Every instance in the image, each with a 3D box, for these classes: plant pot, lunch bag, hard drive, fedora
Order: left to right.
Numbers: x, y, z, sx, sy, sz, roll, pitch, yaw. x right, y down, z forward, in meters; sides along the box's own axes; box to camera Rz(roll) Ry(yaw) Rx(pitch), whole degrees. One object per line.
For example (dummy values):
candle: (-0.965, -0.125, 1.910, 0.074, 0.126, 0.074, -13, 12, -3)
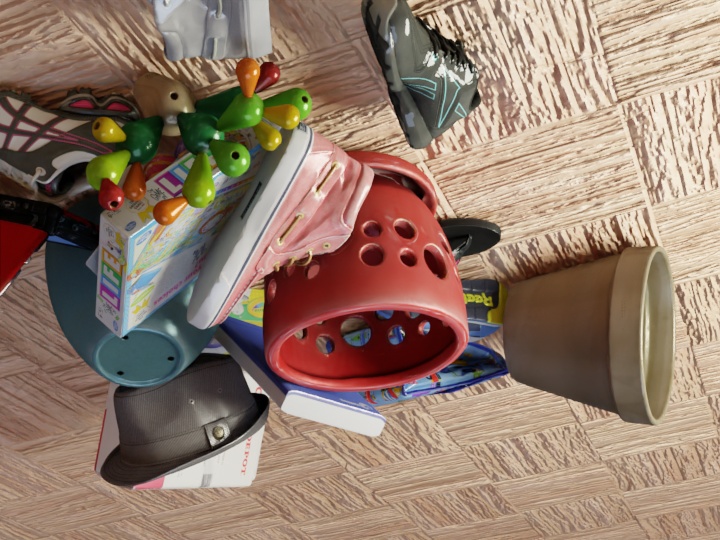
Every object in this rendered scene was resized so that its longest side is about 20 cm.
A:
plant pot: (-0.223, 0.036, 1.151, 0.196, 0.136, 0.202, -5, 137, -5)
fedora: (-0.196, 0.145, 1.222, 0.197, 0.092, 0.176, -19, -168, -21)
hard drive: (-0.073, 0.110, 1.228, 0.131, 0.200, 0.026, 21, 99, -36)
plant pot: (0.000, 0.000, 1.116, 0.196, 0.185, 0.201, -4, 150, -2)
lunch bag: (0.079, 0.123, 1.448, 0.197, 0.096, 0.150, 4, 165, -38)
plant pot: (0.261, 0.073, 1.310, 0.171, 0.203, 0.200, 0, 155, 25)

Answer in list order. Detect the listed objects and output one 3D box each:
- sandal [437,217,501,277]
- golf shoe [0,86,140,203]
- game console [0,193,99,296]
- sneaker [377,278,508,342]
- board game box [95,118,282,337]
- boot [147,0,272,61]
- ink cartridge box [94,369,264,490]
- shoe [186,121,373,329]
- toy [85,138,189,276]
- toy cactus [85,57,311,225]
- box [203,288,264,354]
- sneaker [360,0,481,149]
sandal: (0.059, -0.013, 1.244, 0.196, 0.046, 0.075, -11, 150, 9)
golf shoe: (-0.289, -0.106, 0.983, 0.196, 0.090, 0.078, -3, 153, -2)
game console: (-0.343, -0.009, 1.020, 0.197, 0.121, 0.172, 11, 171, 26)
sneaker: (0.083, 0.046, 1.328, 0.197, 0.075, 0.082, 13, 149, -27)
board game box: (-0.145, -0.046, 0.990, 0.034, 0.200, 0.135, 36, 141, 16)
boot: (-0.117, -0.217, 0.823, 0.094, 0.075, 0.201, -10, 152, -6)
ink cartridge box: (-0.214, 0.187, 1.397, 0.082, 0.149, 0.198, 10, 179, 39)
shoe: (-0.069, -0.023, 0.990, 0.090, 0.072, 0.202, 27, 101, -22)
toy: (-0.170, -0.071, 1.017, 0.047, 0.201, 0.115, 35, 169, 16)
toy cactus: (-0.143, -0.123, 0.914, 0.198, 0.165, 0.103, -33, 133, -17)
box: (-0.168, 0.065, 1.346, 0.196, 0.049, 0.118, 4, 150, -18)
sneaker: (0.052, -0.177, 0.945, 0.078, 0.077, 0.200, -21, 157, 5)
